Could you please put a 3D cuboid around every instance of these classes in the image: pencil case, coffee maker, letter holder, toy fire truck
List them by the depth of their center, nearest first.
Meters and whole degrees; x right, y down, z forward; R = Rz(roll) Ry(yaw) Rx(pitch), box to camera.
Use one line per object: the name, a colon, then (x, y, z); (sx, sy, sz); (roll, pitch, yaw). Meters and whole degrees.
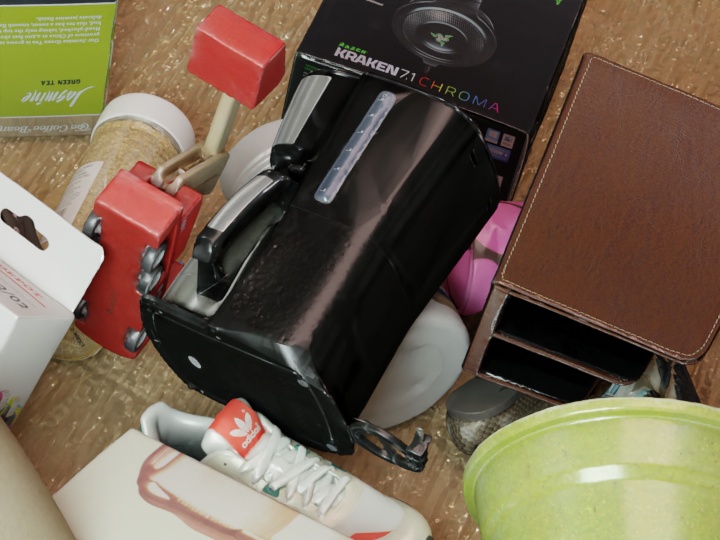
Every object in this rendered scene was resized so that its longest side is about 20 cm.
coffee maker: (0.000, 0.000, 1.546); (0.192, 0.135, 0.200); (32, 68, 5)
toy fire truck: (-0.110, -0.049, 1.561); (0.049, 0.200, 0.141); (30, 57, 9)
letter holder: (0.167, -0.014, 1.637); (0.142, 0.101, 0.200); (21, 54, 3)
pencil case: (0.150, -0.017, 1.753); (0.200, 0.094, 0.091); (-3, 81, -13)

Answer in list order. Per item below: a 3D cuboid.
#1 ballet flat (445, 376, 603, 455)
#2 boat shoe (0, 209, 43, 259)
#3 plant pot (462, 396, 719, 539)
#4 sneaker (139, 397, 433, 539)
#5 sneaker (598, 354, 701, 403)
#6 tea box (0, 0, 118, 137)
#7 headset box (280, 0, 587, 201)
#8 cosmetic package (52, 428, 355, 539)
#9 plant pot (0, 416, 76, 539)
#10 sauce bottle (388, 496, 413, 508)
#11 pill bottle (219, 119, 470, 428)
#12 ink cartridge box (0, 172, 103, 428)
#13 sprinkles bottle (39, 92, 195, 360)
ballet flat: (0.127, 0.071, 1.702); (0.067, 0.046, 0.200); (8, 28, 41)
boat shoe: (-0.238, -0.023, 1.635); (0.067, 0.057, 0.200); (-34, 31, -4)
plant pot: (0.155, 0.202, 1.489); (0.200, 0.200, 0.184); (8, 56, -7)
sneaker: (-0.052, 0.127, 1.514); (0.200, 0.093, 0.070); (12, 42, 36)
sneaker: (0.163, 0.096, 1.644); (0.078, 0.086, 0.200); (64, 20, -6)
tea box: (-0.246, -0.226, 1.786); (0.134, 0.197, 0.200); (-2, 47, -15)
headset box: (0.056, -0.152, 1.865); (0.174, 0.093, 0.200); (20, 44, 5)
cosmetic package: (-0.075, 0.179, 1.445); (0.200, 0.103, 0.087); (23, 53, 36)
plant pot: (-0.214, 0.186, 1.398); (0.200, 0.187, 0.187); (48, 47, -8)
sauce bottle: (-0.002, 0.216, 1.506); (0.066, 0.066, 0.200); (13, 44, -1)
pill bottle: (-0.018, -0.002, 1.683); (0.111, 0.111, 0.200); (-11, 50, -24)
ink cartridge box: (-0.249, 0.043, 1.516); (0.115, 0.200, 0.068); (35, 14, 20)
sprinkles bottle: (-0.167, -0.031, 1.705); (0.068, 0.068, 0.200); (17, 45, 3)
